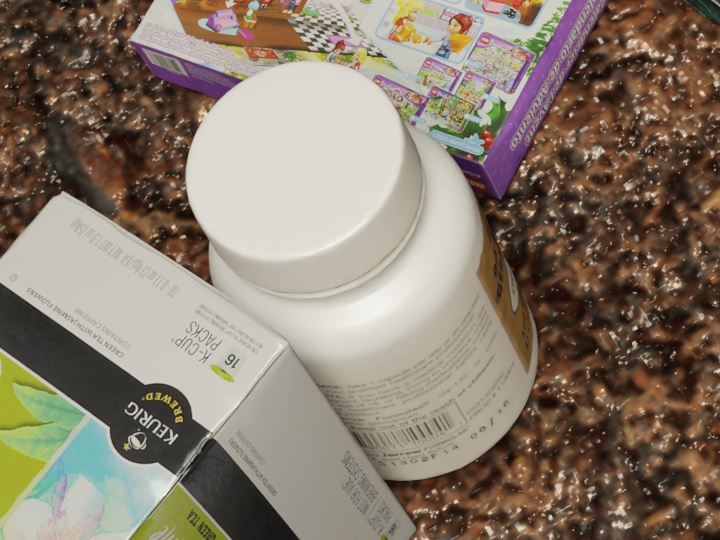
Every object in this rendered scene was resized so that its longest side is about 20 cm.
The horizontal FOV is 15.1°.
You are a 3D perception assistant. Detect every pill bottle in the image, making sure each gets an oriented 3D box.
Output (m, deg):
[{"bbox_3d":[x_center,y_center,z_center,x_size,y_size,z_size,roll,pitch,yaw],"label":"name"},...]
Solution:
[{"bbox_3d":[0.000,0.000,1.135,0.114,0.200,0.114,-7,62,14],"label":"pill bottle"}]

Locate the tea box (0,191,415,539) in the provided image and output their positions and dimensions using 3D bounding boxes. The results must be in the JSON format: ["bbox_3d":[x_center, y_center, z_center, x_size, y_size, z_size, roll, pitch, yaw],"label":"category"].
[{"bbox_3d":[-0.106,0.113,1.111,0.134,0.200,0.197,32,76,28],"label":"tea box"}]

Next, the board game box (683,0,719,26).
[{"bbox_3d":[0.234,-0.184,1.255,0.200,0.028,0.135,-43,60,-7],"label":"board game box"}]

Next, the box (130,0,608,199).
[{"bbox_3d":[0.008,-0.127,1.292,0.200,0.039,0.137,21,72,26],"label":"box"}]
